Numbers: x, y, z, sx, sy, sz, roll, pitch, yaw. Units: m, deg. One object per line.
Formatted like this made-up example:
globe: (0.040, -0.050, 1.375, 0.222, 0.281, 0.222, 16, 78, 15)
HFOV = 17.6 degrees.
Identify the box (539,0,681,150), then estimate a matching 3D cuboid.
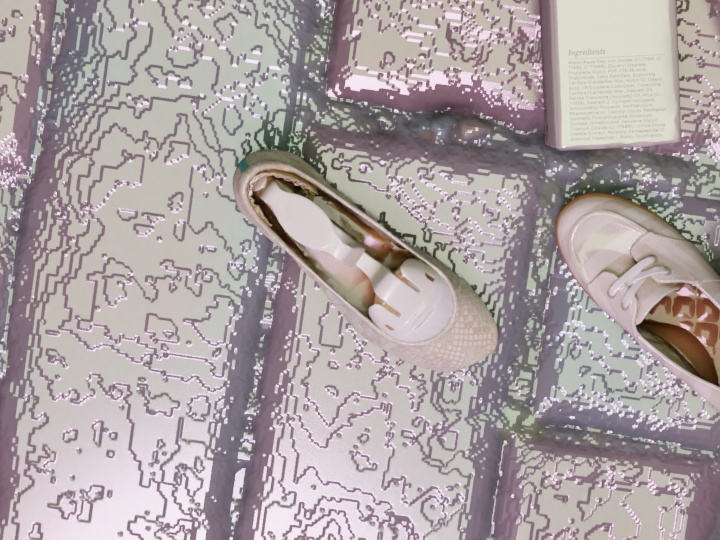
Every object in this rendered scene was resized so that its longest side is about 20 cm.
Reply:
box: (0.150, -0.176, 1.423, 0.082, 0.068, 0.202, -2, 94, -1)

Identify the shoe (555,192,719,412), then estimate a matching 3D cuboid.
shoe: (0.203, 0.026, 1.448, 0.200, 0.053, 0.070, 43, 93, -4)

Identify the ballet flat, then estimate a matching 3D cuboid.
ballet flat: (0.000, 0.000, 1.439, 0.200, 0.062, 0.068, 36, 94, -4)
